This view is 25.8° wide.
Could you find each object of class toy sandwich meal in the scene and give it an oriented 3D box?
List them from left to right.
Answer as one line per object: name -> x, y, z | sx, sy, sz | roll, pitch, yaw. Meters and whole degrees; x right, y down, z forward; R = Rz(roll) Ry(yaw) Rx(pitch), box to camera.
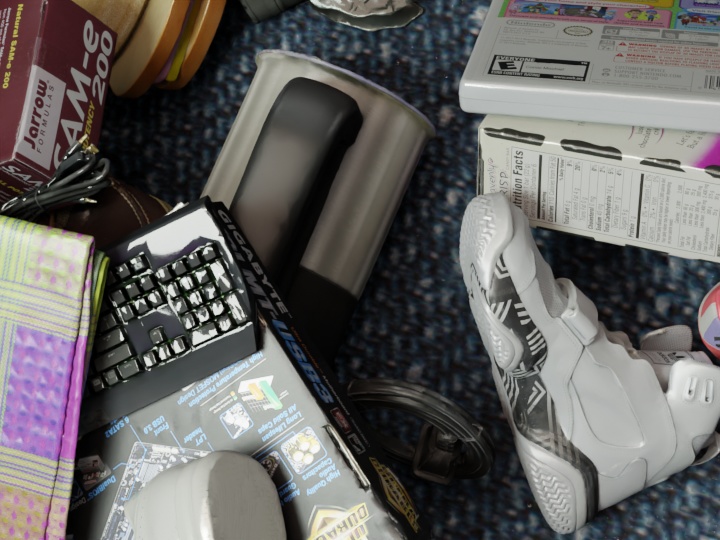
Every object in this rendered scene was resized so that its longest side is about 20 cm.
toy sandwich meal -> -0.157, -0.201, 0.988 | 0.204, 0.070, 0.207 | -10, 76, 47

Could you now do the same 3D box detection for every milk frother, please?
milk frother -> 0.000, 0.000, 0.880 | 0.199, 0.180, 0.189 | 25, 83, -13

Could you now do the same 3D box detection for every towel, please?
towel -> -0.198, 0.067, 0.748 | 0.143, 0.023, 0.201 | 12, 103, 12

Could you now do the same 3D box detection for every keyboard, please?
keyboard -> -0.152, 0.017, 0.749 | 0.199, 0.021, 0.128 | -25, 88, 16

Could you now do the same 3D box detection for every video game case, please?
video game case -> 0.168, -0.129, 0.864 | 0.198, 0.022, 0.182 | 6, 36, 13

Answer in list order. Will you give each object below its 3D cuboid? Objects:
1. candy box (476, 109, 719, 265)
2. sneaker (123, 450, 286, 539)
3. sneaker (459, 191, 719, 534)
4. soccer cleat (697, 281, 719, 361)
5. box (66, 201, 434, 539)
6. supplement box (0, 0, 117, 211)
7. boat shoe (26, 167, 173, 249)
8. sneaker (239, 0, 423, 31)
candy box -> 0.176, -0.068, 0.847 | 0.199, 0.061, 0.137 | 13, 38, 19
sneaker -> -0.073, 0.187, 0.702 | 0.088, 0.075, 0.201 | -21, 63, 35
sneaker -> 0.126, 0.038, 0.839 | 0.114, 0.075, 0.201 | -19, 112, -1
soccer cleat -> 0.277, 0.001, 0.840 | 0.199, 0.076, 0.067 | -21, 73, 8
box -> -0.098, 0.102, 0.772 | 0.200, 0.050, 0.199 | -37, 83, 16
supplement box -> -0.235, -0.080, 0.893 | 0.199, 0.061, 0.110 | -11, 63, 35
boat shoe -> -0.168, -0.033, 0.905 | 0.072, 0.072, 0.200 | -58, 34, 1
sneaker -> -0.043, -0.233, 0.986 | 0.104, 0.060, 0.201 | -21, 78, 9
